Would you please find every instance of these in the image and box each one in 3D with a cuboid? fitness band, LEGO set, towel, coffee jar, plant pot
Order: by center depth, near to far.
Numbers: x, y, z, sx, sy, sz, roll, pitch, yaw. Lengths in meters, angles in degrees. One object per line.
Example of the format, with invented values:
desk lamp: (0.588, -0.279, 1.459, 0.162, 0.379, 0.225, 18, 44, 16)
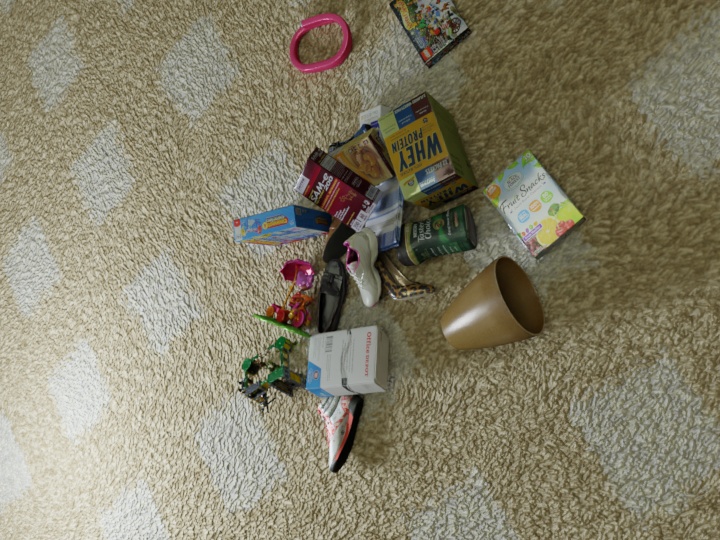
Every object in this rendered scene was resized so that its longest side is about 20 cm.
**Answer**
plant pot: (0.285, 0.098, 1.415, 0.198, 0.184, 0.191, -34, 73, 36)
coffee jar: (0.178, -0.081, 1.507, 0.195, 0.085, 0.107, -16, 59, 25)
towel: (0.056, -0.146, 1.562, 0.145, 0.023, 0.206, -16, 64, 51)
LEGO set: (-0.228, 0.288, 1.707, 0.198, 0.115, 0.156, -38, 43, 16)
fitness band: (-0.112, -0.626, 1.719, 0.195, 0.037, 0.149, -4, 85, 28)

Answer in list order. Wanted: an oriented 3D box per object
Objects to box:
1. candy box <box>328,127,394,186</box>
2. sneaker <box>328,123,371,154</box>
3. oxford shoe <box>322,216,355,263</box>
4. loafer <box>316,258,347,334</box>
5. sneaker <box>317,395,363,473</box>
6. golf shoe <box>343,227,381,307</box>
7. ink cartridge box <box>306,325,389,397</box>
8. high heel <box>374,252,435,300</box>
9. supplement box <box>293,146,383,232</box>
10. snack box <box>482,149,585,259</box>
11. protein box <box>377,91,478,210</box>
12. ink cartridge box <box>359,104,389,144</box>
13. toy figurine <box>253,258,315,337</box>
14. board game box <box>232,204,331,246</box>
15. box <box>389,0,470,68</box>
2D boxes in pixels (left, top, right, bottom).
candy box: (-0.018, -0.251, 1.539, 0.197, 0.056, 0.116, -23, 114, 35)
sneaker: (-0.034, -0.297, 1.588, 0.200, 0.087, 0.080, -49, 32, 43)
oxford shoe: (-0.051, -0.115, 1.655, 0.071, 0.070, 0.204, 43, 110, 52)
loafer: (-0.078, 0.073, 1.639, 0.070, 0.063, 0.207, 10, 97, 19)
sneaker: (-0.068, 0.409, 1.623, 0.106, 0.067, 0.207, 18, 92, 27)
golf shoe: (0.000, 0.000, 1.534, 0.074, 0.090, 0.206, 17, 120, 47)
ink cartridge box: (-0.030, 0.233, 1.576, 0.195, 0.084, 0.149, -10, 60, 25)
high heel: (0.096, -0.001, 1.556, 0.196, 0.071, 0.147, -3, 92, 36)
supplement box: (-0.055, -0.195, 1.520, 0.197, 0.061, 0.110, 33, 133, -2)
snack box: (0.395, -0.149, 1.425, 0.142, 0.053, 0.202, -40, 70, 18)
protein box: (0.162, -0.273, 1.469, 0.132, 0.197, 0.205, -24, 78, 23)
ink cartridge box: (0.034, -0.314, 1.607, 0.094, 0.036, 0.207, -3, 83, 55)
toy figurine: (-0.174, 0.063, 1.653, 0.198, 0.148, 0.189, 14, 83, 52)
board game box: (-0.202, -0.115, 1.645, 0.191, 0.199, 0.058, -11, 84, 26)
box: (0.174, -0.637, 1.572, 0.135, 0.037, 0.204, -34, 73, 21)
